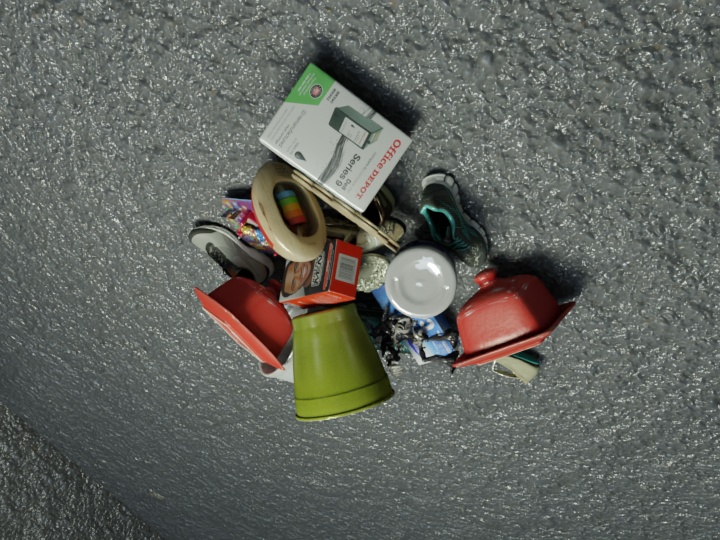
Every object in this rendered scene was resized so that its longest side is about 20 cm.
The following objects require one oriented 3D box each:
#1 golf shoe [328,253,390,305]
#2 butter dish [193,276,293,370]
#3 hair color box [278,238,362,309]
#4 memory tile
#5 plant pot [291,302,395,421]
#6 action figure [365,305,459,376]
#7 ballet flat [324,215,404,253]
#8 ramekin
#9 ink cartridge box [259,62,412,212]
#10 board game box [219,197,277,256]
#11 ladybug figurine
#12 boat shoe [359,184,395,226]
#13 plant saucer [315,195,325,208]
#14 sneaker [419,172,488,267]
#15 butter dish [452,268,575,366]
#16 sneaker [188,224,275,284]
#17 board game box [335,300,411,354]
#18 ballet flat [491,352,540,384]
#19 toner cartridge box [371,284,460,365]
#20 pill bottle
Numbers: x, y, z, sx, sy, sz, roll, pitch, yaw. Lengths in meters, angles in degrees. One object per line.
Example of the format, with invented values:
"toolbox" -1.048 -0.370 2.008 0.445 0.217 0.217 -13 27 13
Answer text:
"golf shoe" 0.000 0.000 1.163 0.200 0.097 0.078 -21 102 46
"butter dish" -0.215 0.081 1.213 0.200 0.148 0.200 20 152 51
"hair color box" -0.080 0.012 1.116 0.061 0.102 0.200 18 161 -30
"memory tile" -0.025 -0.103 1.022 0.200 0.017 0.153 37 -177 26
"plant pot" -0.051 0.169 1.146 0.200 0.200 0.193 -14 88 34
"action figure" 0.091 0.139 1.151 0.200 0.102 0.119 9 107 18
"ballet flat" -0.020 -0.065 1.121 0.200 0.075 0.068 7 127 18
"ramekin" -0.134 0.156 1.302 0.098 0.201 0.200 27 139 -26
"ink cartridge box" -0.038 -0.208 0.936 0.200 0.084 0.146 34 93 -10
"board game box" -0.205 -0.072 1.182 0.200 0.039 0.158 10 143 35
"ladybug figurine" -0.137 -0.103 1.058 0.072 0.136 0.200 -32 75 44
"boat shoe" -0.016 -0.161 1.028 0.202 0.075 0.075 43 134 -18
"plant saucer" -0.152 -0.116 1.175 0.070 0.019 0.200 44 135 -19
"sneaker" 0.157 -0.069 1.025 0.078 0.091 0.200 -17 122 37
"butter dish" 0.256 0.066 1.059 0.200 0.199 0.148 -28 86 35
"sneaker" -0.288 -0.031 1.275 0.200 0.079 0.074 29 139 -2
"board game box" 0.052 0.129 1.310 0.200 0.028 0.135 4 133 21
"ballet flat" 0.278 0.176 1.217 0.200 0.070 0.070 29 137 -3
"toner cartridge box" 0.115 0.095 1.204 0.095 0.043 0.200 -24 107 33
"pill bottle" 0.109 0.007 1.032 0.119 0.200 0.120 1 97 7
